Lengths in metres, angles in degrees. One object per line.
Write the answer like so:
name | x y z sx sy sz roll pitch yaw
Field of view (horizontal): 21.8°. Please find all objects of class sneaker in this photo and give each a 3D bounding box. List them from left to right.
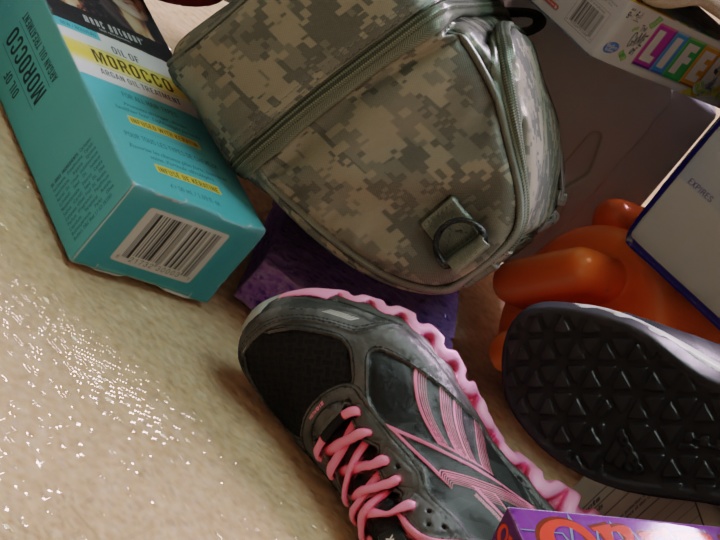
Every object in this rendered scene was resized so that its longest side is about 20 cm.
sneaker | 0.021 0.090 0.783 0.200 0.079 0.095 42 33 2
sneaker | 0.157 0.068 0.814 0.199 0.072 0.083 21 9 20

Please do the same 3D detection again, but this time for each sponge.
sponge | 0.000 0.000 0.956 0.111 0.030 0.200 39 22 -10

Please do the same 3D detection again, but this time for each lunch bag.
lunch bag | 0.023 -0.072 0.897 0.168 0.139 0.200 56 12 1

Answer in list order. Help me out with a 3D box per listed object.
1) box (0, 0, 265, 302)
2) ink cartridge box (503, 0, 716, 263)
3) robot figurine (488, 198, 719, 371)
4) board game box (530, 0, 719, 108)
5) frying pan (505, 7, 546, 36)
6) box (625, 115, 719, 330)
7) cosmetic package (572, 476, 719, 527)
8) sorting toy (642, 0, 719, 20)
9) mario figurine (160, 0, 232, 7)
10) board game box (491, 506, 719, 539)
box | -0.120 -0.078 0.869 0.082 0.049 0.200 19 31 -45
ink cartridge box | 0.090 -0.109 1.119 0.144 0.146 0.200 34 14 -22
robot figurine | 0.153 0.047 1.019 0.200 0.117 0.144 21 27 -44
board game box | 0.102 -0.168 0.973 0.134 0.034 0.200 11 31 -51
frying pan | 0.013 -0.144 1.036 0.031 0.189 0.116 16 56 -57
box | 0.248 -0.011 0.986 0.184 0.105 0.200 43 19 5
cosmetic package | 0.155 0.163 0.821 0.087 0.103 0.200 32 26 -23
sorting toy | 0.158 -0.176 0.978 0.200 0.037 0.185 10 32 -51
mario figurine | -0.040 -0.200 0.905 0.106 0.199 0.124 62 4 -18
board game box | 0.156 0.145 0.705 0.199 0.032 0.120 8 28 -23
